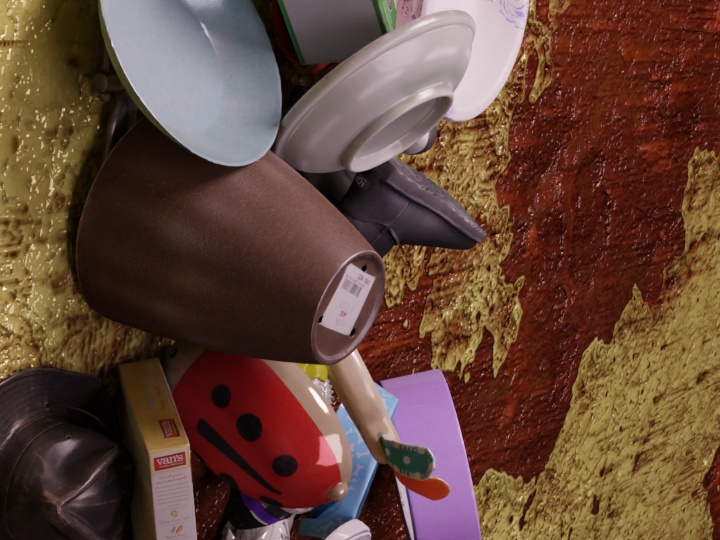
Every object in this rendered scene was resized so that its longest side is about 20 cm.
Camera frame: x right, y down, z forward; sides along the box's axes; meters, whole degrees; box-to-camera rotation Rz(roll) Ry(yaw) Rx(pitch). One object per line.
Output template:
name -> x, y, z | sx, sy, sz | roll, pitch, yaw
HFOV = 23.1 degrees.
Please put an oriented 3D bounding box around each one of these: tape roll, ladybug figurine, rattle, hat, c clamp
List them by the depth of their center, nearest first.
hat -> -0.227, 0.172, 1.350 | 0.200, 0.080, 0.203 | -33, 131, -49
c clamp -> -0.149, -0.126, 1.404 | 0.199, 0.027, 0.173 | 0, 102, -59
ladybug figurine -> -0.092, 0.126, 1.449 | 0.072, 0.199, 0.137 | -32, 150, -44
rattle -> -0.033, 0.131, 1.491 | 0.142, 0.201, 0.130 | -22, 166, -21
tape roll -> 0.069, 0.204, 1.768 | 0.200, 0.065, 0.202 | 169, -90, -87

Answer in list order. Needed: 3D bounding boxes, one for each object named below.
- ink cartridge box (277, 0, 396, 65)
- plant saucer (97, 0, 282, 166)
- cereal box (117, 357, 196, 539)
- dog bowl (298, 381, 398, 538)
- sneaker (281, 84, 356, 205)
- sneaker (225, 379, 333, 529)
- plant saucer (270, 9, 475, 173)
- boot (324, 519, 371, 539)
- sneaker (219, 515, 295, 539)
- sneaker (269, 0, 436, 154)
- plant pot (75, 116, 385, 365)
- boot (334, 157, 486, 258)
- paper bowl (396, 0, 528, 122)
ink cartridge box -> -0.023, -0.289, 1.413 | 0.147, 0.082, 0.201 | 69, 19, -47
plant saucer -> -0.137, -0.166, 1.324 | 0.200, 0.038, 0.203 | 33, 45, -41
cereal box -> -0.161, 0.192, 1.422 | 0.039, 0.144, 0.202 | -8, 117, -14
dog bowl -> -0.010, 0.184, 1.680 | 0.201, 0.049, 0.112 | 106, 6, -48
sneaker -> -0.037, -0.074, 1.589 | 0.091, 0.076, 0.201 | -51, 136, -21
sneaker -> -0.087, 0.153, 1.593 | 0.069, 0.099, 0.201 | 42, 33, -25
plant saucer -> 0.020, -0.131, 1.428 | 0.199, 0.050, 0.200 | -33, 169, -7
boot -> -0.022, 0.304, 1.593 | 0.200, 0.090, 0.073 | -35, 156, -54
sneaker -> -0.096, 0.262, 1.616 | 0.200, 0.080, 0.076 | -53, 142, -36
sneaker -> -0.011, -0.176, 1.531 | 0.108, 0.067, 0.203 | -40, 111, -47
plant pot -> -0.086, -0.010, 1.365 | 0.187, 0.199, 0.188 | -38, 141, -39
boot -> -0.001, 0.000, 1.581 | 0.200, 0.066, 0.164 | -50, 133, 11
paper bowl -> 0.069, -0.246, 1.644 | 0.200, 0.104, 0.203 | -33, 131, -50
